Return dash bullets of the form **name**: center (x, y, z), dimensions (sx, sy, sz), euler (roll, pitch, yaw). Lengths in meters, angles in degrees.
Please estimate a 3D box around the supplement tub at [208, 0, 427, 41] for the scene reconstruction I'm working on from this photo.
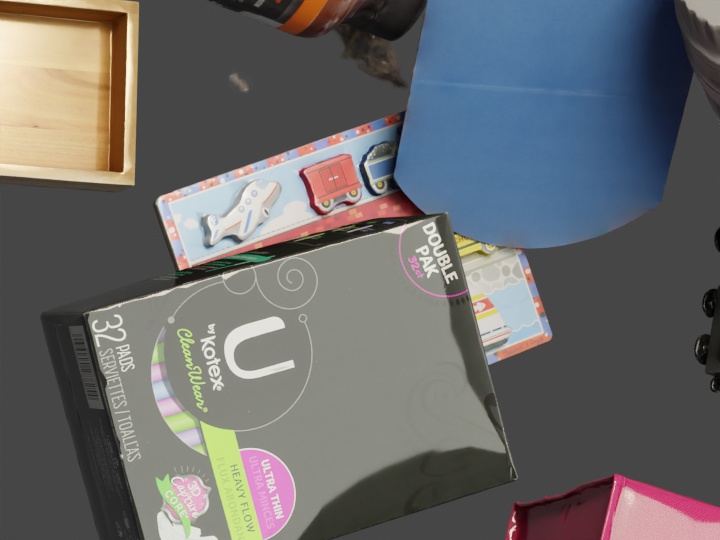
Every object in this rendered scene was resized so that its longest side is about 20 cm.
- **supplement tub**: center (-0.057, -0.190, 1.469), dimensions (0.199, 0.107, 0.107), euler (21, 76, -18)

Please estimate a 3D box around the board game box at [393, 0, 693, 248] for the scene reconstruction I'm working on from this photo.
- **board game box**: center (0.100, -0.107, 1.508), dimensions (0.157, 0.039, 0.201), euler (2, 122, -13)

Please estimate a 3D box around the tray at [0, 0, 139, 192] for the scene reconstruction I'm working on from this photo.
- **tray**: center (-0.217, -0.098, 1.432), dimensions (0.199, 0.037, 0.099), euler (3, 83, -21)

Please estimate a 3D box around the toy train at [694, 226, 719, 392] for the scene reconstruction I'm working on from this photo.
- **toy train**: center (0.234, -0.023, 1.608), dimensions (0.046, 0.034, 0.201), euler (20, 76, -31)

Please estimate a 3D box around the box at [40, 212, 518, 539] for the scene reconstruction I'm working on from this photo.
- **box**: center (-0.044, 0.064, 1.421), dimensions (0.199, 0.124, 0.149), euler (-15, 94, -17)

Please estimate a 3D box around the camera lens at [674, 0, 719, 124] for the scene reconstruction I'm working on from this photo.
- **camera lens**: center (0.260, -0.109, 1.435), dimensions (0.160, 0.160, 0.200), euler (-52, 137, -19)

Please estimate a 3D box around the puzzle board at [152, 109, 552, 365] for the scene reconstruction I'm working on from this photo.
- **puzzle board**: center (0.000, 0.000, 1.518), dimensions (0.199, 0.017, 0.151), euler (-20, 92, -22)

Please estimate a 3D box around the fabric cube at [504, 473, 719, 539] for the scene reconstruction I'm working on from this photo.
- **fabric cube**: center (0.175, 0.234, 1.452), dimensions (0.199, 0.200, 0.197), euler (16, 79, -10)
